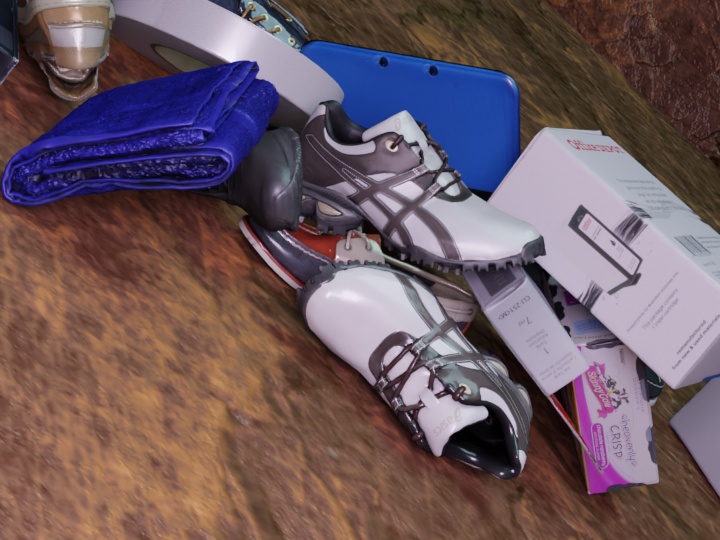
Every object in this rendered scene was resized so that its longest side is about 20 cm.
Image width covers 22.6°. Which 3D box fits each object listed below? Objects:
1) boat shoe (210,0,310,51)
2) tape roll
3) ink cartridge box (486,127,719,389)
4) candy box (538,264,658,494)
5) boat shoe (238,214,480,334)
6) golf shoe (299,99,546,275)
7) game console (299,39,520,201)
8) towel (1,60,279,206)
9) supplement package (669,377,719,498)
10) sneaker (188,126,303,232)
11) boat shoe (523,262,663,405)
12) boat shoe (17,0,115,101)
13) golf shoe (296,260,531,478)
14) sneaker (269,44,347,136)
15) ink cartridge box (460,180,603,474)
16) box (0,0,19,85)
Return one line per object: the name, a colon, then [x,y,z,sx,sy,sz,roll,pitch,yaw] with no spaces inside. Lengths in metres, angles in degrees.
boat shoe: [-0.100,-0.218,1.622,0.200,0.071,0.091,24,21,-49]
tape roll: [-0.109,-0.166,1.405,0.202,0.037,0.203,26,-5,3]
ink cartridge box: [0.208,-0.012,1.354,0.200,0.084,0.146,44,20,20]
candy box: [0.191,0.071,1.468,0.200,0.061,0.137,-96,176,-66]
boat shoe: [0.000,0.000,1.342,0.200,0.063,0.071,33,22,-23]
golf shoe: [0.039,-0.060,1.263,0.200,0.095,0.078,18,20,18]
game console: [0.061,-0.110,1.499,0.200,0.119,0.171,14,4,27]
towel: [-0.137,-0.093,1.161,0.200,0.147,0.050,-69,153,-72]
supplement package: [0.399,0.183,1.664,0.117,0.117,0.200,27,23,-37]
sneaker: [-0.100,-0.076,1.278,0.091,0.076,0.200,-6,23,-22]
boat shoe: [0.216,0.046,1.688,0.200,0.060,0.076,39,18,-9]
boat shoe: [-0.204,-0.155,1.248,0.200,0.071,0.076,-164,-112,-83]
golf shoe: [0.044,0.069,1.227,0.200,0.078,0.095,35,19,-19]
sneaker: [-0.052,-0.170,1.571,0.200,0.096,0.079,29,21,-37]
ink cartridge box: [0.128,0.040,1.370,0.174,0.044,0.200,52,6,-25]
box: [-0.318,-0.205,1.176,0.200,0.046,0.159,33,20,-26]
